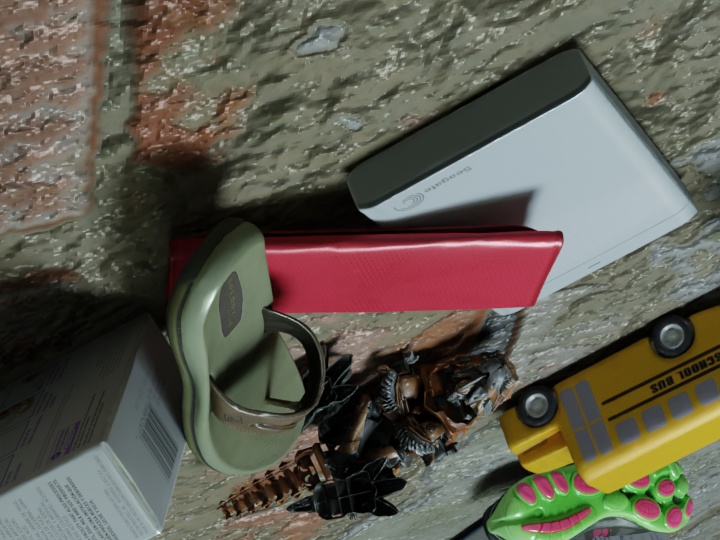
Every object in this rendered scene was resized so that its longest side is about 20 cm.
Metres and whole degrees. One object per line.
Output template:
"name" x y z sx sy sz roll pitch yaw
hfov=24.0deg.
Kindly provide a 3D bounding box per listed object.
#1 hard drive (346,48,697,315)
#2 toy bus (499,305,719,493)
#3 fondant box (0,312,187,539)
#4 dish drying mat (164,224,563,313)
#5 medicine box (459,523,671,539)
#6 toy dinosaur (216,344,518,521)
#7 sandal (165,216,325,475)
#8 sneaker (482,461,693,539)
"hard drive" 0.092 -0.039 0.897 0.131 0.027 0.200 -28 153 16
"toy bus" 0.199 0.091 1.165 0.199 0.079 0.065 -30 153 18
"fondant box" -0.186 0.114 0.858 0.199 0.145 0.059 -26 109 13
"dish drying mat" 0.000 0.000 0.867 0.198 0.018 0.077 -2 152 -10
"medicine box" 0.156 0.286 1.482 0.199 0.104 0.182 7 143 -43
"toy dinosaur" 0.004 0.111 1.058 0.200 0.102 0.136 -49 166 9
"sandal" -0.050 0.050 0.832 0.057 0.080 0.201 22 156 15
"sneaker" 0.183 0.184 1.361 0.198 0.078 0.084 0 165 -30
